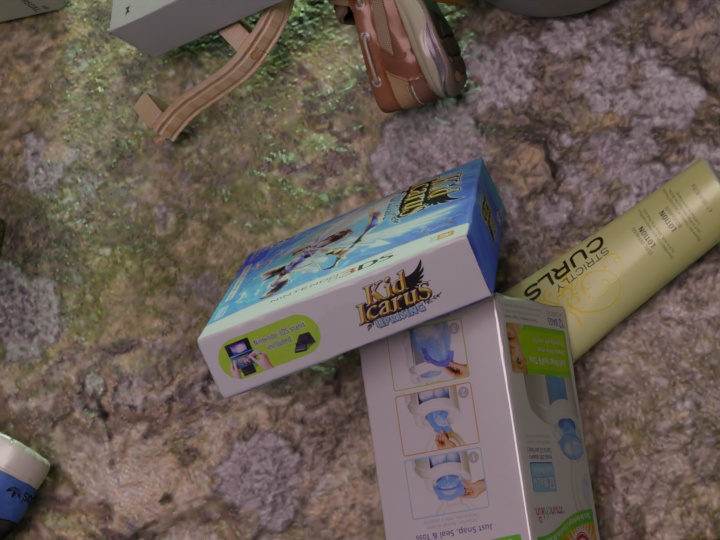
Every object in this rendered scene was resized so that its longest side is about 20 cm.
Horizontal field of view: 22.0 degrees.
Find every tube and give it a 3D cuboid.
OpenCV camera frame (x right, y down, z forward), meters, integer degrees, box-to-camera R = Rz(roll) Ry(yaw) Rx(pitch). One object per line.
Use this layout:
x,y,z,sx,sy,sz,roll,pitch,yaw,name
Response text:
0.162,0.006,1.221,0.200,0.052,0.058,-37,31,14,tube

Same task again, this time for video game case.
0.000,0.000,1.195,0.180,0.200,0.046,-21,103,12,video game case

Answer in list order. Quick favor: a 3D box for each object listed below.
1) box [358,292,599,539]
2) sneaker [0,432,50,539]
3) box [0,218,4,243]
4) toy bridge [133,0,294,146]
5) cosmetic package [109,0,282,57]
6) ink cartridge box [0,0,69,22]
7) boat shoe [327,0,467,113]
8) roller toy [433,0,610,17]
0.079,0.126,1.172,0.101,0.112,0.202,-13,78,27,box
-0.331,0.143,1.332,0.199,0.077,0.112,25,78,14,sneaker
-0.394,-0.010,1.324,0.198,0.193,0.123,7,80,18,box
-0.089,-0.170,1.321,0.201,0.027,0.067,-54,44,11,toy bridge
-0.088,-0.253,1.302,0.199,0.052,0.152,-16,59,38,cosmetic package
-0.290,-0.302,1.377,0.084,0.145,0.202,-12,75,16,ink cartridge box
0.009,-0.202,1.300,0.071,0.076,0.201,-25,67,17,boat shoe
0.119,-0.275,1.243,0.199,0.140,0.184,-11,75,16,roller toy
